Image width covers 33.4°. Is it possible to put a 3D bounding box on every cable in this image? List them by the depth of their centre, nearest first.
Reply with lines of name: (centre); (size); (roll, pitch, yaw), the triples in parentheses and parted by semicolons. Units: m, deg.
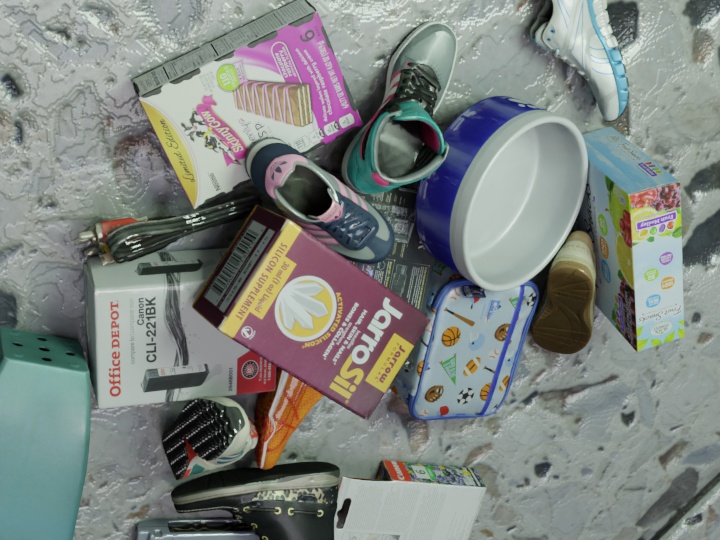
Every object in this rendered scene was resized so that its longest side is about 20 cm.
cable: (-0.197, -0.055, 1.246); (0.199, 0.097, 0.051); (-23, 83, -13)

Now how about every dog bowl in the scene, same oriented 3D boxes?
dog bowl: (0.155, -0.084, 1.304); (0.199, 0.079, 0.202); (-26, 131, -34)

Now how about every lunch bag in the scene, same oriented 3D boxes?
lunch bag: (0.127, 0.079, 1.417); (0.159, 0.076, 0.202); (3, 116, -29)

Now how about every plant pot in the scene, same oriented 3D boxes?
plant pot: (-0.362, 0.174, 1.275); (0.140, 0.141, 0.202); (12, 104, -23)

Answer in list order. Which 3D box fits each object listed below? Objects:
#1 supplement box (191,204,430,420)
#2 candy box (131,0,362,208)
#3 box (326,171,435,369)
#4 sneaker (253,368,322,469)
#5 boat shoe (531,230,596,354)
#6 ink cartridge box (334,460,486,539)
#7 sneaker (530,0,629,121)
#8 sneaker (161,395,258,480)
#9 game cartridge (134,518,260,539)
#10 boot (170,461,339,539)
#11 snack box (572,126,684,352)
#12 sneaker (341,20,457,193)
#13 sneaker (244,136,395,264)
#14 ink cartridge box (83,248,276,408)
supplement box: (-0.051, 0.044, 1.232); (0.199, 0.103, 0.132); (33, 87, -27)
candy box: (-0.114, -0.171, 1.226); (0.199, 0.061, 0.137); (-27, 121, -4)
box: (0.000, 0.000, 1.328); (0.159, 0.043, 0.202); (8, 97, -22)
sneaker: (-0.075, 0.147, 1.388); (0.076, 0.073, 0.201); (14, 110, -20)
boat shoe: (0.249, 0.031, 1.422); (0.071, 0.065, 0.201); (15, 147, 7)
ink cartridge box: (0.050, 0.299, 1.520); (0.198, 0.050, 0.110); (9, 112, -21)
sneaker: (0.232, -0.249, 1.304); (0.086, 0.075, 0.201); (-22, 113, 2)
sneaker: (-0.151, 0.177, 1.336); (0.093, 0.071, 0.200); (-15, 166, -32)
game cartridge: (-0.186, 0.370, 1.485); (0.198, 0.040, 0.135); (4, 110, -20)
boot: (-0.118, 0.315, 1.427); (0.201, 0.073, 0.155); (-6, 97, -11)
snack box: (0.300, -0.038, 1.366); (0.067, 0.169, 0.202); (-14, 121, -9)
sneaker: (0.056, -0.166, 1.232); (0.083, 0.121, 0.201); (27, 89, -22)
sneaker: (-0.032, -0.057, 1.229); (0.199, 0.082, 0.070); (33, 95, -31)
ink cartridge box: (-0.194, 0.060, 1.300); (0.198, 0.084, 0.146); (-4, 116, -16)
